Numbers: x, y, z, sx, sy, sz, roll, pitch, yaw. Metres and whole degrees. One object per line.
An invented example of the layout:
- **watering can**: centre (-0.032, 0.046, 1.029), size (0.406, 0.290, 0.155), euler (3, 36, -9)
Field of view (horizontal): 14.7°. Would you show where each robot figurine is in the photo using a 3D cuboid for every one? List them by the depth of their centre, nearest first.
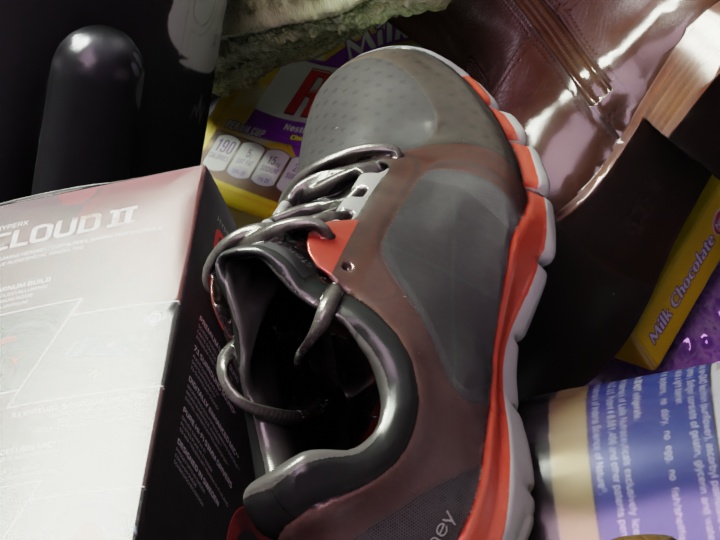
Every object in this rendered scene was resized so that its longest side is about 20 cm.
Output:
- **robot figurine**: centre (-0.109, -0.058, 0.862), size (0.124, 0.150, 0.201), euler (13, 103, 12)

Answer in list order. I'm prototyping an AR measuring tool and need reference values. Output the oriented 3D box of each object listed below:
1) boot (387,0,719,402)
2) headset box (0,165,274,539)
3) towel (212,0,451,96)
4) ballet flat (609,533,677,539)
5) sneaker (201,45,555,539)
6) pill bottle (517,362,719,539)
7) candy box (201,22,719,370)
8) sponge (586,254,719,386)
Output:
- **boot**: centre (0.029, -0.056, 0.864), size (0.186, 0.064, 0.200), euler (-42, 43, 3)
- **headset box**: centre (-0.057, 0.081, 0.747), size (0.075, 0.149, 0.200), euler (-10, 42, 17)
- **towel**: centre (-0.022, -0.139, 0.875), size (0.036, 0.200, 0.149), euler (0, 85, -25)
- **ballet flat**: centre (0.073, 0.164, 0.667), size (0.072, 0.068, 0.201), euler (-15, 92, 16)
- **sneaker**: centre (0.000, 0.000, 0.732), size (0.077, 0.082, 0.200), euler (-34, 37, 25)
- **pill bottle**: centre (0.143, 0.072, 0.735), size (0.199, 0.112, 0.112), euler (-10, 58, 9)
- **candy box**: centre (0.036, -0.040, 0.903), size (0.200, 0.026, 0.102), euler (18, 65, 38)
- **sponge**: centre (0.135, 0.018, 0.851), size (0.111, 0.030, 0.200), euler (22, 70, 29)
